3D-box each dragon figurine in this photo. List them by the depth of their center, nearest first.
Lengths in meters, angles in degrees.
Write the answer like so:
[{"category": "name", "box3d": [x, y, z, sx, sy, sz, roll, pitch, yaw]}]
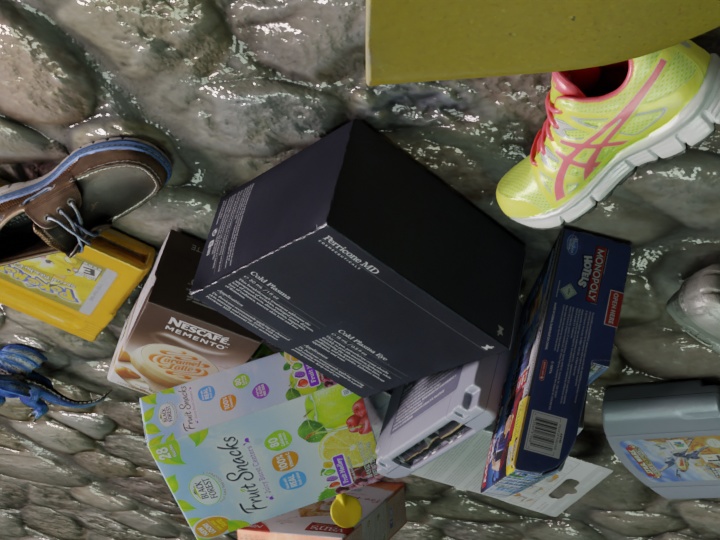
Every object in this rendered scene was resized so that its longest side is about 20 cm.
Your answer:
[{"category": "dragon figurine", "box3d": [-0.398, 0.126, 1.348, 0.199, 0.059, 0.100, 13, 149, 5]}]

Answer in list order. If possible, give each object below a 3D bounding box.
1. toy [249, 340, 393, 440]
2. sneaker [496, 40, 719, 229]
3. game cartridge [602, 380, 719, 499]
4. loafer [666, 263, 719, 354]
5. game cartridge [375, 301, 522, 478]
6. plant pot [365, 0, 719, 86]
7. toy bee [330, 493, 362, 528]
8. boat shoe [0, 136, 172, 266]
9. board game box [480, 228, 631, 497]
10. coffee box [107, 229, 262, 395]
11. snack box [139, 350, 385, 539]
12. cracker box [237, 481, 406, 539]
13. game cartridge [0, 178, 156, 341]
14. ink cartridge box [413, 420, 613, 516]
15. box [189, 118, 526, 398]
[{"category": "toy", "box3d": [-0.015, 0.114, 1.186, 0.199, 0.047, 0.115, 28, 150, -11]}, {"category": "sneaker", "box3d": [0.150, -0.101, 0.768, 0.090, 0.078, 0.200, 36, 138, -17]}, {"category": "game cartridge", "box3d": [0.323, 0.174, 1.154, 0.133, 0.042, 0.200, -13, 139, 31]}, {"category": "loafer", "box3d": [0.341, 0.059, 0.941, 0.200, 0.070, 0.070, 31, 150, -11]}, {"category": "game cartridge", "box3d": [0.078, 0.100, 1.042, 0.041, 0.134, 0.200, 23, 148, -14]}, {"category": "plant pot", "box3d": [0.107, -0.211, 0.508, 0.199, 0.196, 0.195, 3, 148, 1]}, {"category": "toy bee", "box3d": [-0.044, 0.233, 1.303, 0.108, 0.131, 0.200, -15, 149, -36]}, {"category": "boat shoe", "box3d": [-0.245, -0.047, 0.981, 0.199, 0.073, 0.072, -21, 132, 26]}, {"category": "board game box", "box3d": [0.158, 0.094, 0.985, 0.061, 0.201, 0.200, 15, 163, 1]}, {"category": "coffee box", "box3d": [-0.166, 0.057, 1.125, 0.114, 0.080, 0.200, 21, 148, -12]}, {"category": "snack box", "box3d": [-0.089, 0.163, 1.107, 0.199, 0.068, 0.169, -18, 135, -2]}, {"category": "cracker box", "box3d": [-0.041, 0.303, 1.372, 0.133, 0.058, 0.200, 0, -172, 22]}, {"category": "game cartridge", "box3d": [-0.313, -0.005, 1.136, 0.176, 0.033, 0.200, 25, 145, -16]}, {"category": "ink cartridge box", "box3d": [0.149, 0.196, 1.250, 0.199, 0.057, 0.163, 14, 149, -8]}, {"category": "box", "box3d": [0.000, 0.000, 0.947, 0.200, 0.104, 0.182, 34, 144, -29]}]
